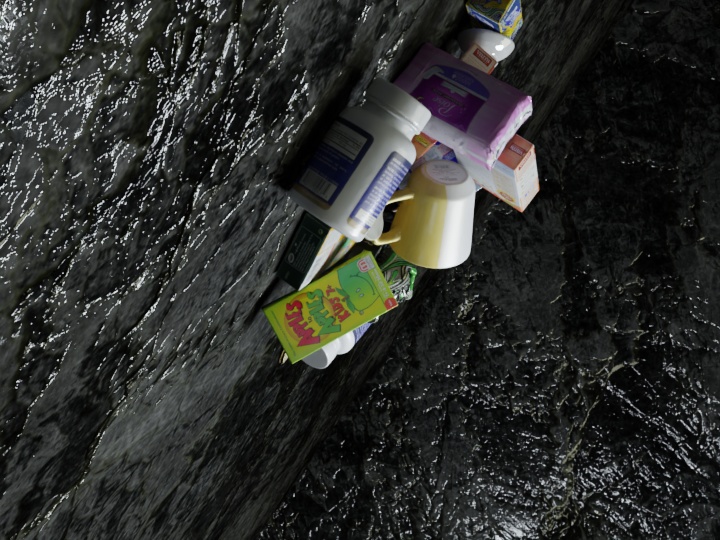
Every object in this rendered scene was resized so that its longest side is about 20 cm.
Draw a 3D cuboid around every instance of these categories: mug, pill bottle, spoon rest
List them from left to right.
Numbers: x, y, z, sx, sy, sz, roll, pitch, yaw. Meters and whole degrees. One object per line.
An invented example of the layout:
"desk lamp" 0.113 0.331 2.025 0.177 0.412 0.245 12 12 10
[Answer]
"pill bottle" -0.046 0.096 1.886 0.200 0.120 0.120 -49 168 -36
"pill bottle" 0.004 -0.152 1.281 0.200 0.120 0.120 -56 170 3
"mug" 0.123 -0.099 1.629 0.187 0.149 0.153 -40 149 -45
"spoon rest" 0.207 -0.386 1.681 0.200 0.099 0.061 139 -37 -75

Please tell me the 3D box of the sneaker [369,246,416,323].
"sneaker" 0.051 0.029 1.672 0.200 0.085 0.078 -58 172 -53

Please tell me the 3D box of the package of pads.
"package of pads" 0.151 -0.253 1.457 0.121 0.200 0.076 -53 162 -17

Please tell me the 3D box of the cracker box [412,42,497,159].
"cracker box" 0.135 -0.277 1.601 0.200 0.058 0.134 -53 -174 -20

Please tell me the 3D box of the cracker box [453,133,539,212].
"cracker box" 0.224 -0.184 1.570 0.058 0.134 0.200 -52 160 -4

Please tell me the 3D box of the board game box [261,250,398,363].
"board game box" -0.051 0.059 1.552 0.200 0.102 0.048 -29 -172 -7

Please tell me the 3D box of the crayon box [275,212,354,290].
"crayon box" -0.053 -0.059 1.554 0.126 0.052 0.200 -61 168 28

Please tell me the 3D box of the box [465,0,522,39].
"box" 0.233 -0.442 1.629 0.064 0.070 0.200 -59 170 6

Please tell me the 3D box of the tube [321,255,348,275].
"tube" -0.035 -0.017 1.810 0.077 0.050 0.200 -50 -179 40

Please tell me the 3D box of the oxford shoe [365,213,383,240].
"oxford shoe" 0.020 -0.121 1.496 0.200 0.058 0.075 81 27 -45

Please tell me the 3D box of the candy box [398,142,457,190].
"candy box" 0.165 -0.233 1.798 0.169 0.077 0.200 -33 -176 36

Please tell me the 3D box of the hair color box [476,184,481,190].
"hair color box" 0.201 -0.178 1.836 0.200 0.061 0.099 -34 -173 7

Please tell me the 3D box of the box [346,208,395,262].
"box" 0.000 0.000 1.756 0.160 0.043 0.200 -61 174 -45

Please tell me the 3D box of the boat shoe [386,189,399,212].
"boat shoe" 0.067 -0.133 1.887 0.200 0.072 0.072 -21 114 -56

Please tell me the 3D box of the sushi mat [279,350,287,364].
"sushi mat" -0.103 0.110 1.969 0.200 0.012 0.096 -46 167 -45
